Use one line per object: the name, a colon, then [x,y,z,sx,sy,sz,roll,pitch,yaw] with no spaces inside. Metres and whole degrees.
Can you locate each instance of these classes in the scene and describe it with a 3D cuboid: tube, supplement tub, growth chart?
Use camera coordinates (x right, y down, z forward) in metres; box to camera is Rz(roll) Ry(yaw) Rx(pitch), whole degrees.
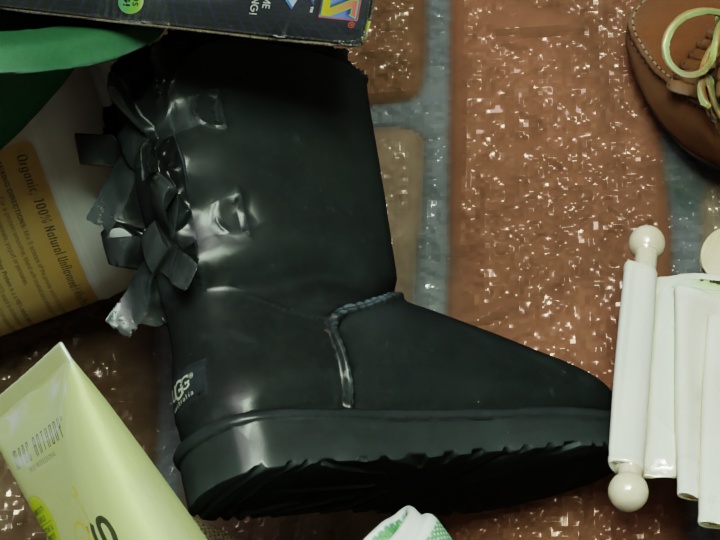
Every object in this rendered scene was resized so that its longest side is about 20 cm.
tube: [-0.057,0.119,0.744,0.058,0.052,0.201,-32,89,14]
supplement tub: [-0.164,-0.040,0.880,0.199,0.145,0.145,-20,57,-3]
growth chart: [0.178,0.054,0.806,0.199,0.018,0.145,17,49,5]

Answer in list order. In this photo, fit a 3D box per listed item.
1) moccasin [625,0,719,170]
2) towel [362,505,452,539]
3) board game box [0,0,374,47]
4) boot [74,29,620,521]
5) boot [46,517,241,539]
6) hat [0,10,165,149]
moccasin: [0.156,-0.067,0.858,0.073,0.078,0.202,-27,32,-4]
towel: [0.028,0.193,0.709,0.149,0.031,0.200,-41,95,-14]
board game box: [-0.095,-0.135,0.789,0.164,0.057,0.200,3,20,-18]
boot: [0.000,0.000,0.806,0.197,0.073,0.163,3,64,-36]
boot: [-0.131,0.144,0.798,0.199,0.073,0.156,11,62,9]
hat: [-0.173,-0.016,0.774,0.199,0.177,0.166,8,19,-3]
